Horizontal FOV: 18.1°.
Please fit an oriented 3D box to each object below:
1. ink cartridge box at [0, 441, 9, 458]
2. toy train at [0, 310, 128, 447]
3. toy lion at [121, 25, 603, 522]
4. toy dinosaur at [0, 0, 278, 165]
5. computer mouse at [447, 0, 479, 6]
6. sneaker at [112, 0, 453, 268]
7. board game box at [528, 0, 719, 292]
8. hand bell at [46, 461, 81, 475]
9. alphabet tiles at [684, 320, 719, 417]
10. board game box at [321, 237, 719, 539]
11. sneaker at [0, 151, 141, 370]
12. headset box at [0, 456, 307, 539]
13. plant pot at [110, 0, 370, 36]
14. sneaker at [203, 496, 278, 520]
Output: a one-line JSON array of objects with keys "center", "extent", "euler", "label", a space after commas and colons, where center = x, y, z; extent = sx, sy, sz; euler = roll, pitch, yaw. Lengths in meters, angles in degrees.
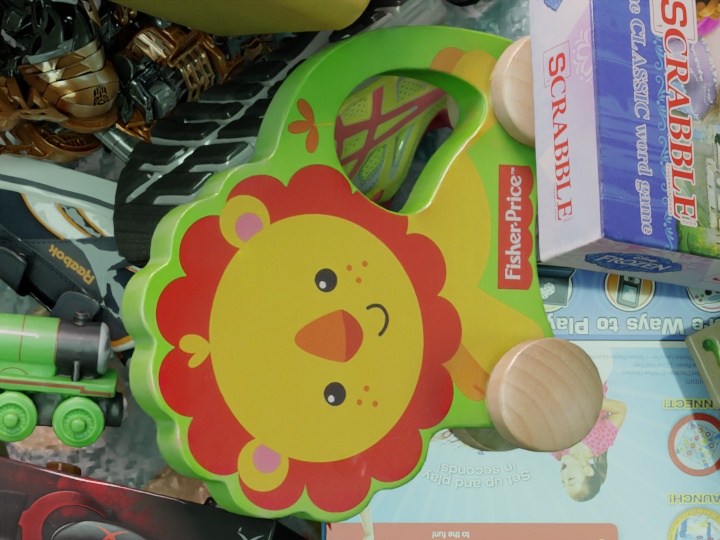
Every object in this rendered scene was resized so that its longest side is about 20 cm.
[{"center": [-0.274, 0.057, 1.013], "extent": [0.199, 0.048, 0.146], "euler": [-12, 114, 4], "label": "ink cartridge box"}, {"center": [-0.198, 0.039, 0.966], "extent": [0.199, 0.042, 0.057], "euler": [5, 102, -6], "label": "toy train"}, {"center": [0.000, 0.000, 0.908], "extent": [0.191, 0.069, 0.201], "euler": [3, 86, -22], "label": "toy lion"}, {"center": [-0.130, -0.097, 0.985], "extent": [0.102, 0.200, 0.136], "euler": [-42, 69, 30], "label": "toy dinosaur"}, {"center": [0.127, -0.126, 1.018], "extent": [0.200, 0.044, 0.110], "euler": [36, 90, 5], "label": "computer mouse"}, {"center": [-0.020, -0.049, 0.978], "extent": [0.200, 0.078, 0.090], "euler": [-39, 118, -29], "label": "sneaker"}, {"center": [0.157, -0.090, 0.938], "extent": [0.199, 0.041, 0.201], "euler": [8, 73, -35], "label": "board game box"}, {"center": [-0.153, 0.186, 1.021], "extent": [0.104, 0.104, 0.201], "euler": [10, 75, 5], "label": "hand bell"}, {"center": [0.228, 0.062, 0.975], "extent": [0.166, 0.006, 0.201], "euler": [-22, 85, -31], "label": "alphabet tiles"}, {"center": [0.080, 0.084, 0.997], "extent": [0.199, 0.056, 0.197], "euler": [1, 88, -1], "label": "board game box"}, {"center": [-0.123, -0.002, 1.016], "extent": [0.199, 0.078, 0.080], "euler": [15, 83, 4], "label": "sneaker"}, {"center": [-0.139, 0.157, 0.940], "extent": [0.199, 0.075, 0.149], "euler": [12, 79, 12], "label": "headset box"}, {"center": [-0.064, -0.198, 0.892], "extent": [0.176, 0.200, 0.200], "euler": [35, 78, -25], "label": "plant pot"}, {"center": [-0.052, 0.187, 1.012], "extent": [0.093, 0.070, 0.200], "euler": [19, 90, -2], "label": "sneaker"}]
